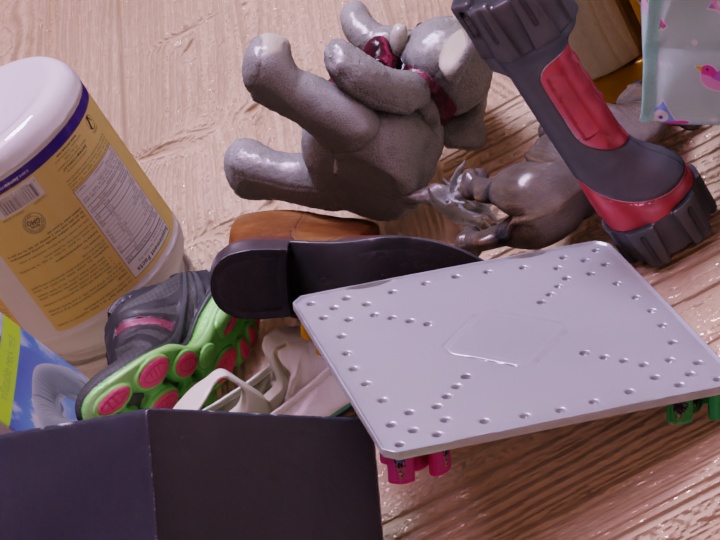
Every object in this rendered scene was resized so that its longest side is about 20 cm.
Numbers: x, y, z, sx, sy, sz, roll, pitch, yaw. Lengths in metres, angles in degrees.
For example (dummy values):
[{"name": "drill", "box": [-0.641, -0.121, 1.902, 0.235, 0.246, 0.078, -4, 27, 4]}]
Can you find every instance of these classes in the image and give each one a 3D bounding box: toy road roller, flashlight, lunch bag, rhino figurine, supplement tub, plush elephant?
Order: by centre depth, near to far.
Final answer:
[{"name": "lunch bag", "box": [0.251, -0.154, 1.345, 0.170, 0.122, 0.200, 4, 18, 9]}, {"name": "flashlight", "box": [0.137, -0.094, 1.347, 0.068, 0.200, 0.068, -43, 28, -17]}, {"name": "rhino figurine", "box": [0.148, -0.075, 1.454, 0.200, 0.060, 0.087, -37, 18, -29]}, {"name": "toy road roller", "box": [0.212, -0.210, 1.545, 0.199, 0.123, 0.146, -22, 16, 19]}, {"name": "plush elephant", "box": [0.022, -0.122, 1.549, 0.199, 0.165, 0.155, 20, 59, 10]}, {"name": "supplement tub", "box": [-0.214, -0.033, 1.613, 0.145, 0.200, 0.146, -24, 30, 15]}]

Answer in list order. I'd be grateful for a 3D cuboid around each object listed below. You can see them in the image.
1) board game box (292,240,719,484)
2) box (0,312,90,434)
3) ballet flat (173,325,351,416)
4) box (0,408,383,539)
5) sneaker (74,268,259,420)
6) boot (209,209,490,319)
[{"name": "board game box", "box": [0.082, 0.048, 1.288, 0.199, 0.026, 0.200, -10, 26, -13]}, {"name": "box", "box": [-0.218, 0.087, 1.431, 0.048, 0.200, 0.122, -42, 25, 19]}, {"name": "ballet flat", "box": [-0.058, 0.078, 1.427, 0.200, 0.070, 0.069, -37, 29, -6]}, {"name": "box", "box": [-0.115, 0.138, 1.242, 0.182, 0.200, 0.105, -10, 80, 33]}, {"name": "sneaker", "box": [-0.135, 0.059, 1.495, 0.083, 0.077, 0.200, 5, 25, 23]}, {"name": "boot", "box": [0.000, 0.000, 1.478, 0.187, 0.069, 0.200, -4, 9, 3]}]
